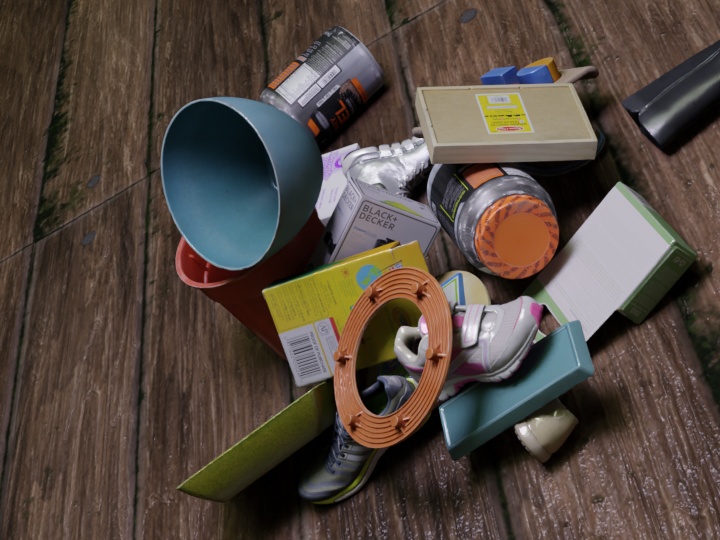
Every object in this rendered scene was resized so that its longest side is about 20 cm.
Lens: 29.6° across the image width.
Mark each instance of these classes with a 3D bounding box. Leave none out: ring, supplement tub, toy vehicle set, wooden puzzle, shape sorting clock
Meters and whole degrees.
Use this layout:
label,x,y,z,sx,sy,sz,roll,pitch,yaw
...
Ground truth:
label,x,y,z,sx,sy,sz,roll,pitch,yaw
ring,0.028,0.092,1.480,0.200,0.019,0.202,-26,57,47
supplement tub,-0.070,-0.269,2.103,0.200,0.123,0.122,-44,36,-6
toy vehicle set,0.173,-0.178,1.639,0.198,0.027,0.125,-2,41,-7
wooden puzzle,0.184,-0.230,1.787,0.199,0.047,0.185,-29,16,-24
shape sorting clock,0.082,0.090,1.640,0.200,0.039,0.201,-38,30,26
supplement tub,0.161,-0.072,1.649,0.122,0.123,0.200,-36,25,4

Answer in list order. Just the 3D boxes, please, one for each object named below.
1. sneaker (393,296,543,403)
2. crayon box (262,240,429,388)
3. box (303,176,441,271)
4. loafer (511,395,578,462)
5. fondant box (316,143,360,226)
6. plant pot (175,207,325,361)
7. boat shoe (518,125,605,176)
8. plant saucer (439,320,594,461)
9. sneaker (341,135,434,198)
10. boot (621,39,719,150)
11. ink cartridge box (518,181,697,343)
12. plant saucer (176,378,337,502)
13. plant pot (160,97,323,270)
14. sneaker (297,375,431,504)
label,x,y,z,sx,sy,sz,roll,pitch,yaw
sneaker,0.109,0.075,1.465,0.199,0.088,0.082,-31,29,39
crayon box,0.000,0.048,1.591,0.199,0.128,0.051,-17,8,17
box,0.000,0.000,1.662,0.201,0.116,0.060,-62,25,17
loafer,0.190,0.120,1.502,0.068,0.076,0.201,-28,46,12
fondant box,-0.085,-0.092,1.982,0.199,0.058,0.145,-15,42,28
plant pot,-0.103,0.004,1.776,0.200,0.195,0.202,-24,39,21
boat shoe,0.221,-0.170,1.780,0.199,0.072,0.073,-3,48,40
plant saucer,0.160,0.127,1.450,0.200,0.019,0.070,-38,44,30
sneaker,0.078,-0.123,1.877,0.198,0.075,0.116,-15,66,11
boot,0.432,-0.218,1.648,0.199,0.066,0.165,-33,28,4
ink cartridge box,0.274,0.014,1.561,0.200,0.048,0.146,-52,32,16
plant saucer,-0.106,0.207,1.621,0.199,0.048,0.200,-36,-4,5
plant pot,-0.122,-0.115,1.619,0.199,0.202,0.134,1,16,42
sneaker,-0.009,0.188,1.569,0.200,0.081,0.074,-48,45,13
